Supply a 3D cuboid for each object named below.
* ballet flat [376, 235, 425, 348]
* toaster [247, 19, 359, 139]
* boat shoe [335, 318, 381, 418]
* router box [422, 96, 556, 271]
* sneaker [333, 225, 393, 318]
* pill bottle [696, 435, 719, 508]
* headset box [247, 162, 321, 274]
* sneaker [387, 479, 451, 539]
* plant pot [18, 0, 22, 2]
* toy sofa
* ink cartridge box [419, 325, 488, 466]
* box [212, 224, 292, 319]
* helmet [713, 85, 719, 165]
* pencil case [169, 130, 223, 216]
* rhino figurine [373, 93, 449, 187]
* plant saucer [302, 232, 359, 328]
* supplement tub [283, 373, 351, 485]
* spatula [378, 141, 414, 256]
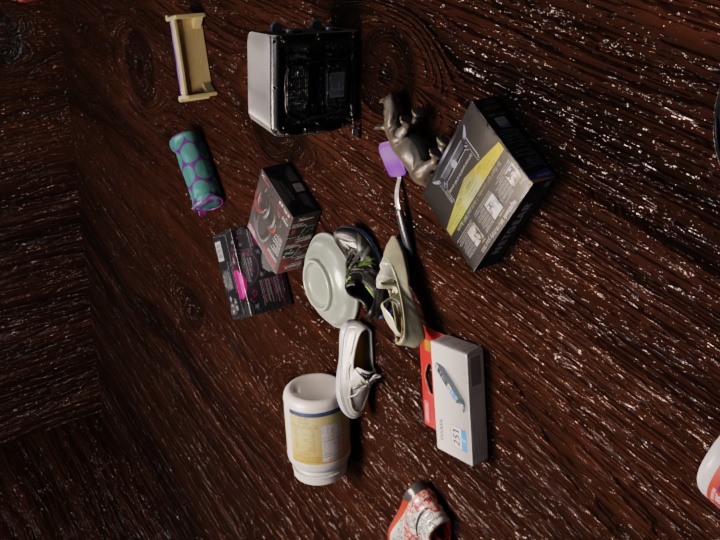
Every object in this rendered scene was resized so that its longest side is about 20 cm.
[{"bbox_3d":[0.061,0.037,1.421,0.069,0.068,0.205,-41,59,56],"label":"ballet flat"},{"bbox_3d":[-0.099,-0.335,1.445,0.118,0.177,0.205,35,130,50],"label":"toaster"},{"bbox_3d":[0.004,0.205,1.619,0.085,0.073,0.208,17,108,51],"label":"boat shoe"},{"bbox_3d":[0.182,-0.124,1.194,0.159,0.051,0.201,59,145,24],"label":"router box"},{"bbox_3d":[0.000,0.001,1.516,0.203,0.081,0.071,62,146,20],"label":"sneaker"},{"bbox_3d":[0.462,0.250,0.846,0.200,0.110,0.115,44,138,41],"label":"pill bottle"},{"bbox_3d":[-0.170,-0.104,1.754,0.150,0.074,0.202,56,144,27],"label":"headset box"},{"bbox_3d":[0.114,0.511,1.567,0.108,0.066,0.205,49,138,39],"label":"sneaker"},{"bbox_3d":[-1.081,-1.017,2.734,0.199,0.179,0.205,30,127,50],"label":"plant pot"},{"bbox_3d":[-0.415,-0.516,1.966,0.097,0.081,0.205,14,115,54],"label":"toy sofa"},{"bbox_3d":[0.146,0.211,1.409,0.175,0.044,0.205,18,117,53],"label":"ink cartridge box"},{"bbox_3d":[-0.253,-0.001,1.897,0.131,0.113,0.205,-12,91,60],"label":"box"},{"bbox_3d":[0.419,-0.129,0.680,0.200,0.186,0.206,-170,90,-84],"label":"helmet"},{"bbox_3d":[-0.422,-0.253,2.089,0.092,0.084,0.204,-32,75,41],"label":"pencil case"},{"bbox_3d":[0.077,-0.216,1.320,0.201,0.059,0.089,56,149,33],"label":"rhino figurine"},{"bbox_3d":[-0.073,0.026,1.678,0.199,0.049,0.205,30,128,49],"label":"plant saucer"},{"bbox_3d":[-0.092,0.343,1.756,0.143,0.142,0.205,25,124,51],"label":"supplement tub"},{"bbox_3d":[0.067,-0.123,1.412,0.056,0.020,0.205,3,106,57],"label":"spatula"}]
